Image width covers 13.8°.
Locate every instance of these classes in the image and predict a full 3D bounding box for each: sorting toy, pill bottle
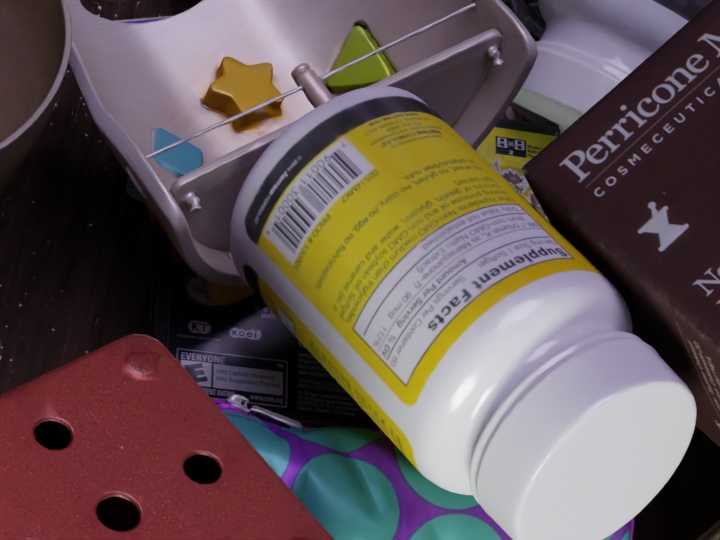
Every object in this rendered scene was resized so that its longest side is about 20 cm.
[{"bbox_3d":[-0.055,-0.097,1.382,0.200,0.107,0.180,-26,63,-24],"label":"sorting toy"},{"bbox_3d":[0.157,-0.153,1.467,0.116,0.116,0.200,27,84,6],"label":"pill bottle"},{"bbox_3d":[0.043,0.022,1.258,0.114,0.114,0.200,-22,51,-30],"label":"pill bottle"}]

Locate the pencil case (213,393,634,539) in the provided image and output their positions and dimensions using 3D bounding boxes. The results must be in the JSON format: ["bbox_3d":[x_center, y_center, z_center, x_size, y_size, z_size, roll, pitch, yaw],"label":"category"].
[{"bbox_3d":[0.017,0.101,1.314,0.199,0.085,0.093,1,96,-17],"label":"pencil case"}]

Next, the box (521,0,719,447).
[{"bbox_3d":[0.208,0.001,1.262,0.166,0.164,0.200,-42,52,-6],"label":"box"}]

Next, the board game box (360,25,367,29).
[{"bbox_3d":[-0.026,-0.195,1.518,0.200,0.035,0.136,29,70,25],"label":"board game box"}]

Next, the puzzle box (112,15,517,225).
[{"bbox_3d":[-0.021,-0.077,1.488,0.200,0.025,0.133,-7,54,-21],"label":"puzzle box"}]

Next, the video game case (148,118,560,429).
[{"bbox_3d":[0.000,0.000,1.410,0.199,0.026,0.181,8,61,-12],"label":"video game case"}]

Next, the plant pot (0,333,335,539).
[{"bbox_3d":[-0.113,0.145,1.174,0.200,0.176,0.200,-25,63,-37],"label":"plant pot"}]

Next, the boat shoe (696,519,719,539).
[{"bbox_3d":[0.140,0.171,1.310,0.072,0.065,0.200,35,51,13],"label":"boat shoe"}]

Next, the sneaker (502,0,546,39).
[{"bbox_3d":[0.090,-0.188,1.578,0.200,0.078,0.099,27,46,5],"label":"sneaker"}]

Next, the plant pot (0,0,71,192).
[{"bbox_3d":[-0.240,-0.074,1.350,0.200,0.135,0.201,8,50,-10],"label":"plant pot"}]
